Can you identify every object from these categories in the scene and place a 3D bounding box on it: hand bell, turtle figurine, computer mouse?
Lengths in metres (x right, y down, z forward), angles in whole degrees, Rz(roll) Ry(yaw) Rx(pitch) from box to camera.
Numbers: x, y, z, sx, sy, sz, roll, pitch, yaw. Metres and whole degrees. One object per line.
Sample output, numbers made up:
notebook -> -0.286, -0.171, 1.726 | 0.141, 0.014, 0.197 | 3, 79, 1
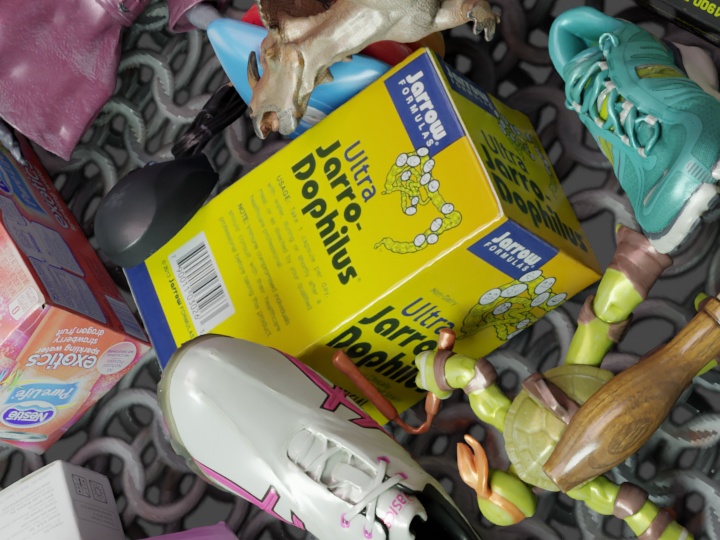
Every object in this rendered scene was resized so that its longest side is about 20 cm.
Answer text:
hand bell -> 0.160, 0.027, 1.288 | 0.200, 0.104, 0.104 | -44, 56, -2
turtle figurine -> 0.096, 0.058, 1.339 | 0.200, 0.064, 0.161 | 39, 87, 12
computer mouse -> -0.095, -0.060, 1.475 | 0.059, 0.034, 0.200 | -34, 15, 24

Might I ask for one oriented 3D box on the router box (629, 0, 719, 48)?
router box -> 0.212, -0.175, 1.373 | 0.200, 0.062, 0.150 | 33, 93, 36

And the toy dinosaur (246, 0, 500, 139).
toy dinosaur -> 0.019, -0.157, 1.376 | 0.200, 0.086, 0.135 | -43, 25, -22

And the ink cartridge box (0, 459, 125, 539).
ink cartridge box -> -0.163, 0.214, 1.493 | 0.109, 0.050, 0.201 | -30, 61, 21

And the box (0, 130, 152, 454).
box -> -0.216, -0.009, 1.568 | 0.095, 0.103, 0.200 | -43, 57, 13

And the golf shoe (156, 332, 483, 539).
golf shoe -> -0.008, 0.095, 1.337 | 0.092, 0.200, 0.073 | 3, 58, 56

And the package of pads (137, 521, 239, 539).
package of pads -> -0.069, 0.214, 1.385 | 0.200, 0.120, 0.076 | 48, 131, 33

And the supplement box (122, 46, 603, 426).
supplement box -> 0.000, 0.000, 1.421 | 0.200, 0.109, 0.110 | -35, 58, 19

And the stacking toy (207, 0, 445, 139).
stacking toy -> 0.012, -0.165, 1.485 | 0.116, 0.110, 0.201 | 16, 72, 21

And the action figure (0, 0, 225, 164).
action figure -> -0.141, -0.155, 1.578 | 0.200, 0.134, 0.149 | -43, 29, -3

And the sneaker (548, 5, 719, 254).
sneaker -> 0.129, -0.070, 1.328 | 0.078, 0.079, 0.200 | -54, 19, 13
